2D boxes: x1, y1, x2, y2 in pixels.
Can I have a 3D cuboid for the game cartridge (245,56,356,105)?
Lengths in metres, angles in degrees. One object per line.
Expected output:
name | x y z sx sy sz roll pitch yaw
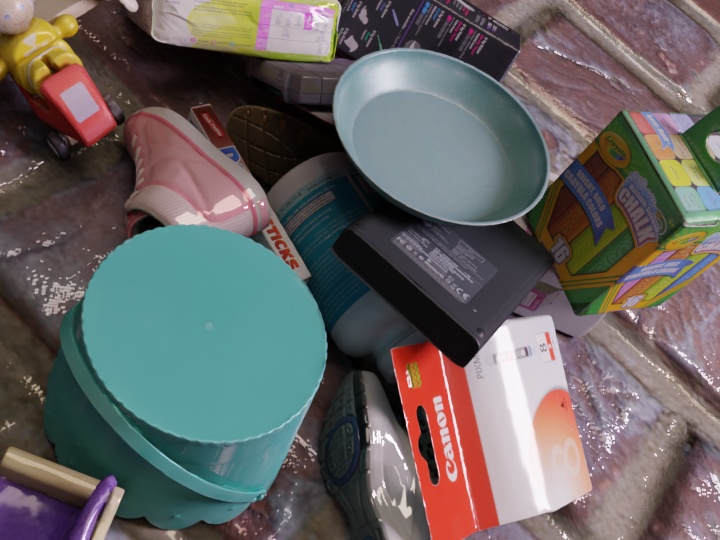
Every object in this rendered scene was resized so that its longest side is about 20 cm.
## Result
game cartridge | -0.036 -0.193 0.892 0.129 0.039 0.200 -6 21 -20

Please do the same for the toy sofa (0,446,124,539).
toy sofa | -0.222 0.212 0.533 0.082 0.098 0.201 24 50 -10

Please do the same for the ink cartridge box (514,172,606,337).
ink cartridge box | 0.170 -0.036 0.924 0.199 0.085 0.145 22 49 -13

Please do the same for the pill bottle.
pill bottle | 0.000 0.000 0.793 0.110 0.111 0.201 -19 66 -36

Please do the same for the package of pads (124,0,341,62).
package of pads | -0.134 -0.267 0.909 0.198 0.069 0.154 0 23 -26

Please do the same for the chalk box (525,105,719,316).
chalk box | 0.272 -0.064 0.806 0.123 0.200 0.126 -5 59 -31

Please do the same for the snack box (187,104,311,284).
snack box | -0.111 -0.053 0.801 0.024 0.072 0.201 -18 66 -33

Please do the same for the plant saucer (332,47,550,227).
plant saucer | 0.066 -0.109 0.757 0.198 0.036 0.201 11 52 -14

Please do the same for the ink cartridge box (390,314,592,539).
ink cartridge box | 0.115 0.125 0.726 0.199 0.050 0.164 -3 79 -54

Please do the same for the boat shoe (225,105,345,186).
boat shoe | -0.042 -0.112 0.891 0.199 0.072 0.068 22 19 -10

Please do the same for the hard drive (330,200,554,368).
hard drive | 0.079 -0.014 0.748 0.139 0.033 0.200 41 35 9

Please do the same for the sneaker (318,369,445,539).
sneaker | 0.025 0.177 0.712 0.087 0.074 0.202 3 63 -36

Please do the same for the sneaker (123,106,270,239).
sneaker | -0.175 -0.073 0.757 0.104 0.076 0.200 -33 50 -27

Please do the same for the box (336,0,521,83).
box | 0.075 -0.269 1.012 0.199 0.106 0.122 31 26 -2

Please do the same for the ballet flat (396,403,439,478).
ballet flat | 0.086 0.099 0.793 0.074 0.074 0.201 29 48 -4

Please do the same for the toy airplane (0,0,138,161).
toy airplane | -0.301 -0.209 0.773 0.197 0.141 0.202 5 66 0

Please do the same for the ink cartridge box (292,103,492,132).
ink cartridge box | 0.014 -0.145 0.881 0.172 0.044 0.200 -4 21 -23

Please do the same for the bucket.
bucket | -0.129 0.076 0.655 0.205 0.135 0.209 13 51 -17
